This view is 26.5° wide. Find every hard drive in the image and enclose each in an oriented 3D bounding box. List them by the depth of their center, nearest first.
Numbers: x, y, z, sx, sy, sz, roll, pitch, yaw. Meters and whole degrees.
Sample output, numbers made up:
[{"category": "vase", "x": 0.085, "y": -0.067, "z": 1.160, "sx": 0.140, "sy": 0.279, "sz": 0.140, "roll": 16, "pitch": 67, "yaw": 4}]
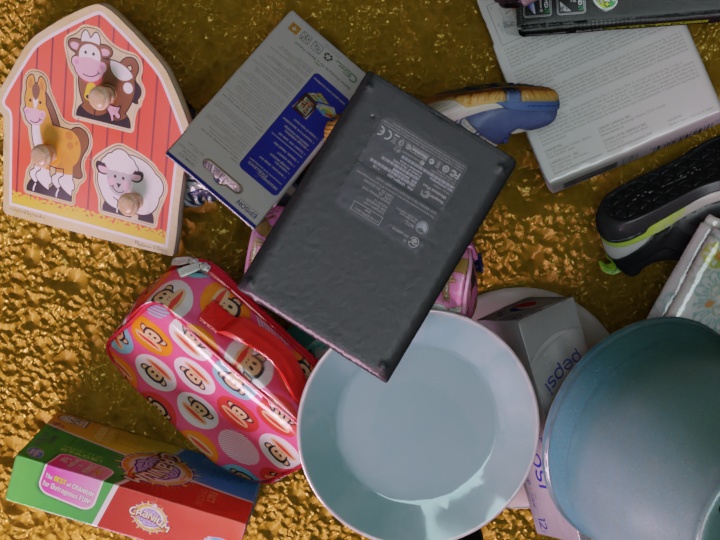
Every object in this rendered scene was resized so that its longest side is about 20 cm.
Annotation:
[{"category": "hard drive", "x": 0.013, "y": -0.034, "z": 1.194, "sx": 0.139, "sy": 0.033, "sz": 0.201, "roll": 31, "pitch": 84, "yaw": 5}]

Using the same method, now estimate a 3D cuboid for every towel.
[{"category": "towel", "x": 0.312, "y": 0.071, "z": 1.305, "sx": 0.170, "sy": 0.048, "sz": 0.202, "roll": 25, "pitch": 96, "yaw": -26}]

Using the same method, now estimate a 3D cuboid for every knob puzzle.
[{"category": "knob puzzle", "x": -0.228, "y": -0.124, "z": 1.288, "sx": 0.217, "sy": 0.030, "sz": 0.223, "roll": 7, "pitch": 109, "yaw": 22}]

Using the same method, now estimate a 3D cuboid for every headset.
[{"category": "headset", "x": 0.070, "y": 0.226, "z": 1.339, "sx": 0.094, "sy": 0.123, "sz": 0.200, "roll": -46, "pitch": 110, "yaw": -12}]

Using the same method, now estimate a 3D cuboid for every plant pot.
[{"category": "plant pot", "x": 0.270, "y": 0.161, "z": 1.186, "sx": 0.197, "sy": 0.188, "sz": 0.203, "roll": -6, "pitch": 109, "yaw": -20}]

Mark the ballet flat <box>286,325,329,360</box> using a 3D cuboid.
[{"category": "ballet flat", "x": 0.019, "y": 0.031, "z": 1.336, "sx": 0.199, "sy": 0.076, "sz": 0.064, "roll": -34, "pitch": 128, "yaw": 6}]

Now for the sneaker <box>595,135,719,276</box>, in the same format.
[{"category": "sneaker", "x": 0.294, "y": -0.054, "z": 1.318, "sx": 0.198, "sy": 0.072, "sz": 0.083, "roll": -20, "pitch": 127, "yaw": 4}]

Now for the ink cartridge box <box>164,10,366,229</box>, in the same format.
[{"category": "ink cartridge box", "x": -0.076, "y": -0.122, "z": 1.264, "sx": 0.094, "sy": 0.201, "sz": 0.037, "roll": 39, "pitch": 143, "yaw": -5}]

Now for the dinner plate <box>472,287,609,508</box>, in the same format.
[{"category": "dinner plate", "x": 0.141, "y": 0.116, "z": 1.360, "sx": 0.197, "sy": 0.024, "sz": 0.203, "roll": 0, "pitch": 99, "yaw": 3}]

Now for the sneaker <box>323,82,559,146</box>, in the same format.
[{"category": "sneaker", "x": 0.071, "y": -0.102, "z": 1.267, "sx": 0.197, "sy": 0.075, "sz": 0.089, "roll": -11, "pitch": 100, "yaw": -1}]

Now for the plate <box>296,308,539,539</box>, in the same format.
[{"category": "plate", "x": 0.046, "y": 0.126, "z": 1.238, "sx": 0.197, "sy": 0.026, "sz": 0.203, "roll": -1, "pitch": 103, "yaw": -3}]

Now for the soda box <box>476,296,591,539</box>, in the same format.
[{"category": "soda box", "x": 0.167, "y": 0.126, "z": 1.304, "sx": 0.063, "sy": 0.068, "sz": 0.203, "roll": -21, "pitch": 98, "yaw": -27}]

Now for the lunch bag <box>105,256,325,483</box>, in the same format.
[{"category": "lunch bag", "x": -0.109, "y": 0.085, "z": 1.287, "sx": 0.200, "sy": 0.176, "sz": 0.082, "roll": 43, "pitch": 57, "yaw": -7}]

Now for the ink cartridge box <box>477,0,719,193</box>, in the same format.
[{"category": "ink cartridge box", "x": 0.200, "y": -0.190, "z": 1.310, "sx": 0.161, "sy": 0.057, "sz": 0.202, "roll": -22, "pitch": 77, "yaw": 6}]

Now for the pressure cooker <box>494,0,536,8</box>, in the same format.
[{"category": "pressure cooker", "x": 0.159, "y": -0.315, "z": 1.160, "sx": 0.198, "sy": 0.178, "sz": 0.178, "roll": -24, "pitch": 76, "yaw": 13}]

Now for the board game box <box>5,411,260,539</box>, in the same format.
[{"category": "board game box", "x": -0.189, "y": 0.185, "z": 1.318, "sx": 0.197, "sy": 0.153, "sz": 0.041, "roll": 17, "pitch": 99, "yaw": -1}]

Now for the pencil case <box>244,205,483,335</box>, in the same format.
[{"category": "pencil case", "x": 0.000, "y": 0.000, "z": 1.261, "sx": 0.197, "sy": 0.083, "sz": 0.087, "roll": 7, "pitch": 59, "yaw": 11}]

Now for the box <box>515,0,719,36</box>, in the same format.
[{"category": "box", "x": 0.219, "y": -0.301, "z": 1.263, "sx": 0.190, "sy": 0.047, "sz": 0.203, "roll": -2, "pitch": 90, "yaw": 10}]

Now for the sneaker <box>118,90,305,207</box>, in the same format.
[{"category": "sneaker", "x": -0.133, "y": -0.088, "z": 1.321, "sx": 0.198, "sy": 0.077, "sz": 0.086, "roll": 27, "pitch": 106, "yaw": 7}]
